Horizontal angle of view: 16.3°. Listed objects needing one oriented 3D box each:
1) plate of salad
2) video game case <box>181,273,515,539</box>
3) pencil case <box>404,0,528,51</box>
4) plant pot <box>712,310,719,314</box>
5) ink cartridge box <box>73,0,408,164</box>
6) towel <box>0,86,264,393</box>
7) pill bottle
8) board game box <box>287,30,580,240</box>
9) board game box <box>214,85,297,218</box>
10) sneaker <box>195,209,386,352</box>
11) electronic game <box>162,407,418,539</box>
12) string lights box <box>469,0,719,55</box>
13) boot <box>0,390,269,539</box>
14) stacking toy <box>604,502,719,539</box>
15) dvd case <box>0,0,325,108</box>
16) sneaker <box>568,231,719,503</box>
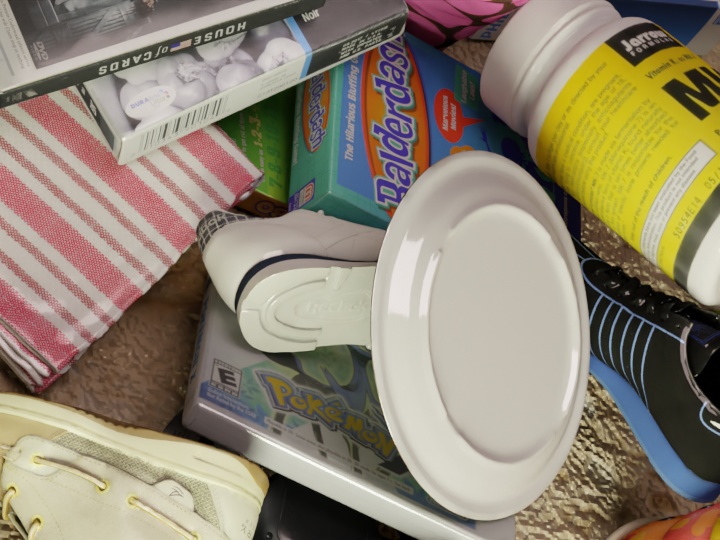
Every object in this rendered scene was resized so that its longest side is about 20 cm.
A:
[{"bbox_3d":[0.062,0.035,1.379,0.199,0.048,0.202,5,83,-51],"label":"plate of salad"},{"bbox_3d":[-0.001,0.069,1.420,0.199,0.022,0.183,26,31,-13],"label":"video game case"},{"bbox_3d":[0.043,-0.184,1.542,0.093,0.200,0.092,-6,82,-18],"label":"pencil case"},{"bbox_3d":[0.329,0.033,1.581,0.191,0.201,0.201,15,52,-7],"label":"plant pot"},{"bbox_3d":[-0.103,-0.186,1.458,0.197,0.043,0.201,-27,74,-21],"label":"ink cartridge box"},{"bbox_3d":[-0.166,-0.041,1.412,0.146,0.030,0.200,42,57,3],"label":"towel"},{"bbox_3d":[0.172,-0.078,1.499,0.114,0.115,0.200,-26,57,-40],"label":"pill bottle"},{"bbox_3d":[0.049,-0.058,1.532,0.199,0.045,0.153,26,49,-30],"label":"board game box"},{"bbox_3d":[-0.076,-0.086,1.513,0.199,0.030,0.096,25,49,-18],"label":"board game box"},{"bbox_3d":[0.000,0.000,1.433,0.199,0.077,0.081,9,28,-40],"label":"sneaker"},{"bbox_3d":[-0.027,0.146,1.376,0.199,0.042,0.201,19,44,-20],"label":"electronic game"},{"bbox_3d":[0.156,-0.209,1.712,0.199,0.059,0.103,1,59,-30],"label":"string lights box"},{"bbox_3d":[-0.158,0.150,1.272,0.198,0.072,0.156,13,68,1],"label":"boot"},{"bbox_3d":[0.229,0.169,1.408,0.145,0.200,0.147,16,52,-22],"label":"stacking toy"},{"bbox_3d":[-0.137,-0.187,1.414,0.199,0.025,0.151,-19,73,-17],"label":"dvd case"},{"bbox_3d":[0.168,0.036,1.468,0.200,0.078,0.070,51,35,17],"label":"sneaker"}]
